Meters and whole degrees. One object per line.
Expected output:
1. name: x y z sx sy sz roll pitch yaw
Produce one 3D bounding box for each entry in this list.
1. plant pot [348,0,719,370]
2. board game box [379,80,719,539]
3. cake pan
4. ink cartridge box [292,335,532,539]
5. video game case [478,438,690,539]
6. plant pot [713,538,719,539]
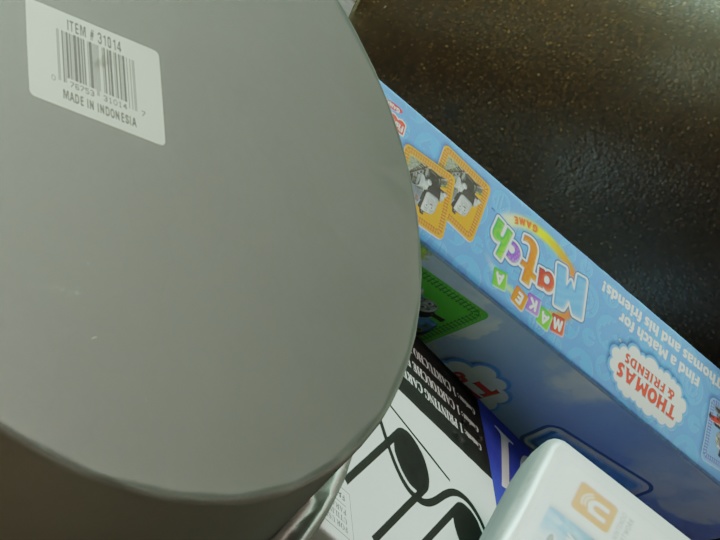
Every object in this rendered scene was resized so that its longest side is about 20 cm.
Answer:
1. plant pot: 0.118 -0.016 0.828 0.200 0.187 0.187 12 -10 33
2. board game box: -0.002 0.020 0.761 0.200 0.151 0.037 37 54 -32
3. cake pan: -0.062 -0.028 0.557 0.200 0.037 0.201 28 46 -33
4. ink cartridge box: 0.012 0.069 0.691 0.200 0.044 0.094 45 28 -45
5. video game case: 0.082 0.143 0.600 0.182 0.023 0.200 37 34 -2
6. plant pot: 0.160 0.124 0.891 0.200 0.201 0.134 46 36 20
